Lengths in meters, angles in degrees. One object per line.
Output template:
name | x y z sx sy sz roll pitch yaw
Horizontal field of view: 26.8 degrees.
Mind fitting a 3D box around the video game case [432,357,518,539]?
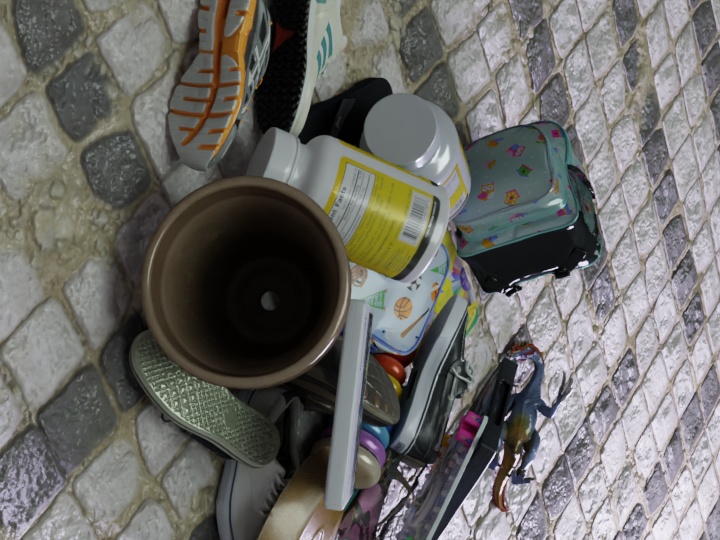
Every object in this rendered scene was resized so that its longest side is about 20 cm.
video game case | 0.123 0.227 1.817 0.201 0.025 0.181 -61 -178 33

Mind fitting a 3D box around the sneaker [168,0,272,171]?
sneaker | -0.129 -0.191 1.500 0.077 0.078 0.202 34 69 -61

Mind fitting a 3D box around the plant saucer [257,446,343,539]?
plant saucer | -0.064 0.290 1.634 0.201 0.035 0.201 -56 161 -31

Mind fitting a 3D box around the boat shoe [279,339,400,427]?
boat shoe | -0.038 0.117 1.660 0.199 0.073 0.075 37 37 -32

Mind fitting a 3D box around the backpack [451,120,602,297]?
backpack | 0.197 -0.093 1.875 0.154 0.174 0.201 55 26 -34

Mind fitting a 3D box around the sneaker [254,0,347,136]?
sneaker | -0.051 -0.226 1.603 0.093 0.070 0.202 13 82 -48

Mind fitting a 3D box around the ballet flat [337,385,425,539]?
ballet flat | 0.035 0.236 1.794 0.071 0.069 0.201 30 66 -6

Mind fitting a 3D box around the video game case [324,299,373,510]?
video game case | -0.011 0.133 1.528 0.182 0.023 0.202 48 48 -85

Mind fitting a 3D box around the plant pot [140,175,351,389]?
plant pot | -0.099 0.019 1.482 0.175 0.198 0.203 45 55 -81

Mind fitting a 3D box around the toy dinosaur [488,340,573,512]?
toy dinosaur | 0.209 0.196 2.066 0.201 0.104 0.182 113 -1 -50

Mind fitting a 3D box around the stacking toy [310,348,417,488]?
stacking toy | 0.014 0.150 1.761 0.086 0.085 0.201 59 44 -41

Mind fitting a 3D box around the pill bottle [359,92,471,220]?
pill bottle | 0.060 -0.125 1.688 0.200 0.111 0.113 55 49 -72

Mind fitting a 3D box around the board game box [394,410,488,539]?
board game box | 0.074 0.267 1.776 0.201 0.026 0.200 -62 -178 -16

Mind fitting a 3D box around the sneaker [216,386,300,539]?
sneaker | -0.104 0.220 1.602 0.073 0.070 0.202 -1 96 -54

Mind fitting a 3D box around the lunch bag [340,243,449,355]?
lunch bag | 0.000 0.000 1.679 0.199 0.075 0.161 33 75 -34

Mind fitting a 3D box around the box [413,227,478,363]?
box | 0.082 0.024 1.853 0.118 0.048 0.201 -53 132 -36

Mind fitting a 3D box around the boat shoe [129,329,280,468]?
boat shoe | -0.164 0.132 1.516 0.200 0.062 0.075 43 62 -31

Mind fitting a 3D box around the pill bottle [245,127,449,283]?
pill bottle | -0.017 -0.072 1.559 0.198 0.111 0.112 23 74 -18

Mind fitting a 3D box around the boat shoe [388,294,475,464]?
boat shoe | 0.098 0.128 1.773 0.068 0.074 0.201 25 67 -10

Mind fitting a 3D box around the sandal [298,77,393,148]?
sandal | -0.017 -0.161 1.685 0.200 0.043 0.077 -45 130 -41
